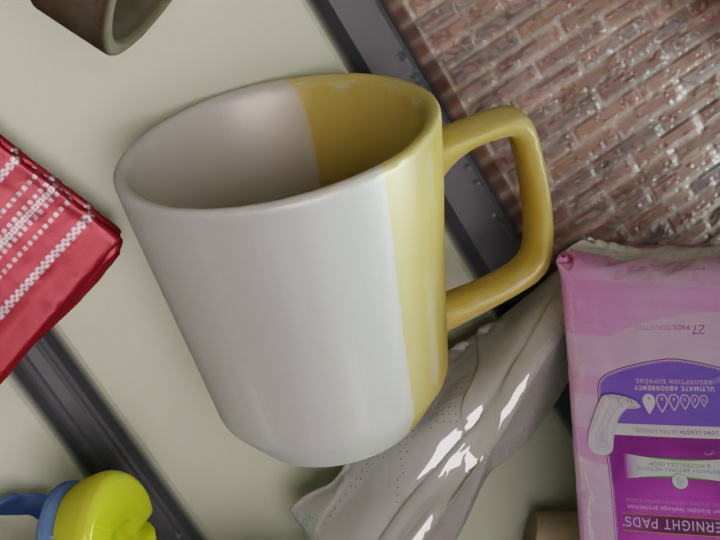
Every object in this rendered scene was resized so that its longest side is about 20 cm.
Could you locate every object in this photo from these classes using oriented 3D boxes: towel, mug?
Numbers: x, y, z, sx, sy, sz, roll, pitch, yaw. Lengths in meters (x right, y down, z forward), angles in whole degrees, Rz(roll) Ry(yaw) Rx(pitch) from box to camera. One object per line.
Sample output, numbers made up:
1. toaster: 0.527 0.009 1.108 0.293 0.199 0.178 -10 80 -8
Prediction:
1. towel: -0.228 -0.022 0.746 0.200 0.022 0.145 40 95 -18
2. mug: -0.006 0.004 0.740 0.186 0.150 0.154 -6 117 13

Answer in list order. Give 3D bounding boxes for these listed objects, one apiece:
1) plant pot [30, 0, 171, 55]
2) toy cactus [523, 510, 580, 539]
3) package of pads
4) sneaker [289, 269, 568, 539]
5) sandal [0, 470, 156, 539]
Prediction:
1. plant pot: -0.126 -0.217 0.642 0.173 0.200 0.200 30 97 -3
2. toy cactus: 0.171 0.167 0.864 0.164 0.102 0.201 10 111 -6
3. package of pads: 0.163 0.082 0.766 0.120 0.076 0.201 1 102 29
4. sneaker: 0.042 0.067 0.815 0.088 0.075 0.200 34 78 24
5. sandal: -0.143 0.183 0.805 0.087 0.079 0.201 7 116 23
